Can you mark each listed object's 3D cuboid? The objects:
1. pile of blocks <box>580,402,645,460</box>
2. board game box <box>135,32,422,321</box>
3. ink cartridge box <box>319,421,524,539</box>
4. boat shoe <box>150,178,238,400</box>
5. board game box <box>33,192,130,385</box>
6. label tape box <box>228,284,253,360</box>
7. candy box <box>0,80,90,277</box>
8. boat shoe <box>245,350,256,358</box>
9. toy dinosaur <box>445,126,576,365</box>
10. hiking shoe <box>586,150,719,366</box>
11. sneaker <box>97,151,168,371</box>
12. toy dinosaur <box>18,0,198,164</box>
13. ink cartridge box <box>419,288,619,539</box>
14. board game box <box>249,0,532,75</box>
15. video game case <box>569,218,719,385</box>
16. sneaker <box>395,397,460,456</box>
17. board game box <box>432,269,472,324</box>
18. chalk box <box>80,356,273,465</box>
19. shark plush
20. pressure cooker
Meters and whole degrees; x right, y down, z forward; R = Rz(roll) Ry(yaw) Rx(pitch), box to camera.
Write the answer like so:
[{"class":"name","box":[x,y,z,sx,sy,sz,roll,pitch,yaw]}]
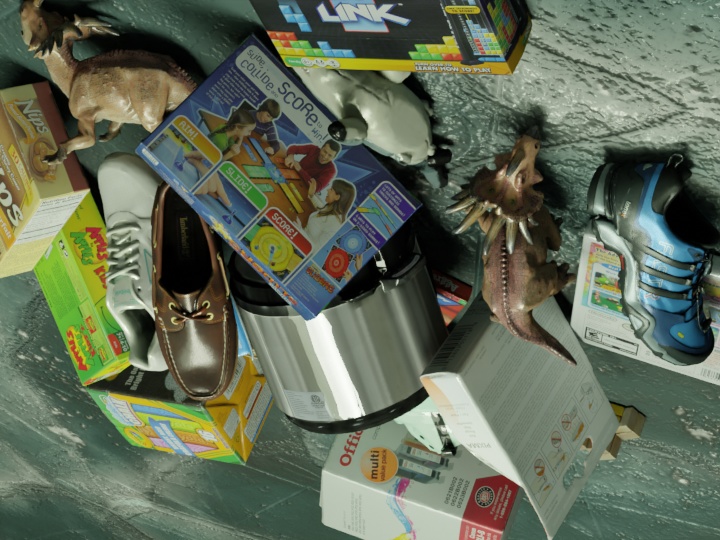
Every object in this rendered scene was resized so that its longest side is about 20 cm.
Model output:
[{"class":"pile of blocks","box":[0.178,0.142,1.824,0.200,0.062,0.082,13,150,18]},{"class":"board game box","box":[-0.066,-0.076,1.500,0.200,0.135,0.034,46,164,-6]},{"class":"ink cartridge box","box":[0.072,0.211,1.930,0.200,0.146,0.145,17,151,10]},{"class":"boat shoe","box":[-0.147,0.016,1.564,0.070,0.200,0.070,-8,-175,2]},{"class":"board game box","box":[-0.278,0.004,1.817,0.102,0.048,0.200,-32,80,57]},{"class":"label tape box","box":[-0.169,0.017,1.719,0.144,0.066,0.200,69,168,-11]},{"class":"candy box","box":[-0.328,-0.082,1.745,0.200,0.055,0.116,-42,68,56]},{"class":"boat shoe","box":[-0.057,0.056,1.849,0.200,0.074,0.066,3,176,12]},{"class":"toy dinosaur","box":[0.125,-0.011,1.501,0.086,0.200,0.136,-11,-178,10]},{"class":"hiking shoe","box":[0.254,-0.001,1.483,0.087,0.074,0.200,-7,126,35]},{"class":"sneaker","box":[-0.191,-0.006,1.617,0.070,0.080,0.201,-10,103,37]},{"class":"toy dinosaur","box":[-0.203,-0.164,1.574,0.200,0.086,0.136,5,114,1]},{"class":"ink cartridge box","box":[0.148,0.116,1.654,0.050,0.162,0.200,-4,126,40]},{"class":"board game box","box":[0.007,-0.218,1.343,0.200,0.057,0.165,5,148,30]},{"class":"video game case","box":[0.286,0.037,1.608,0.200,0.024,0.182,18,151,12]},{"class":"sneaker","box":[0.027,0.143,1.844,0.200,0.074,0.118,-8,120,36]},{"class":"board game box","box":[0.000,0.000,1.758,0.200,0.019,0.103,26,152,-5]},{"class":"chalk box","box":[-0.208,0.118,2.003,0.200,0.125,0.124,8,148,29]},{"class":"shark plush","box":[0.022,-0.133,1.509,0.083,0.091,0.200,23,180,43]},{"class":"pressure cooker","box":[-0.021,0.022,1.625,0.176,0.179,0.200,-20,116,2]}]
